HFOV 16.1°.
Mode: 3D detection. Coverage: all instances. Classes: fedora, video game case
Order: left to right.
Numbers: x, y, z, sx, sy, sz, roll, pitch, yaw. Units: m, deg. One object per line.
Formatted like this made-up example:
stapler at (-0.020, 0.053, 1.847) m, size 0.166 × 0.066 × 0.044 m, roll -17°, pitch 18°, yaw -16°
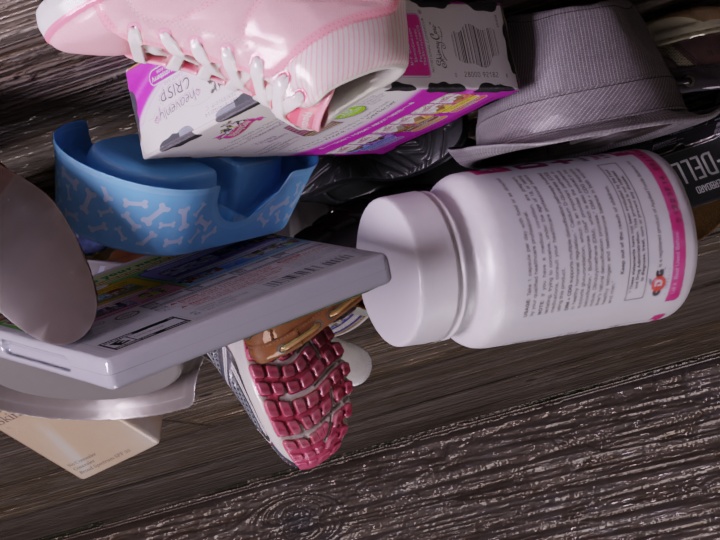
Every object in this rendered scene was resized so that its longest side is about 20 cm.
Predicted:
video game case at (-0.111, 0.019, 1.536) m, size 0.199 × 0.022 × 0.182 m, roll -21°, pitch -162°, yaw -31°
fedora at (0.137, -0.122, 1.629) m, size 0.175 × 0.091 × 0.200 m, roll -10°, pitch 178°, yaw -4°

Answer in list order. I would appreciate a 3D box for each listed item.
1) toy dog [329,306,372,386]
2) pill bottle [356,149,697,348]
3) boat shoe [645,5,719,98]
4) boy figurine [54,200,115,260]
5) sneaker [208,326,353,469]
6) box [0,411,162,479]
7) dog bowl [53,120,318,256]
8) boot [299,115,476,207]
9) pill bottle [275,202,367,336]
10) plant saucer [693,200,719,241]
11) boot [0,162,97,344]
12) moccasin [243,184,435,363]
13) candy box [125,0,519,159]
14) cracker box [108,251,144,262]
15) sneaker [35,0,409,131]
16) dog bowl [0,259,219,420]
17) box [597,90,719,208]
toy dog at (0.008, 0.032, 1.782) m, size 0.199 × 0.097 × 0.132 m, roll -35°, pitch 154°, yaw 6°
pill bottle at (0.106, -0.012, 1.641) m, size 0.199 × 0.114 × 0.113 m, roll -8°, pitch 169°, yaw -25°
boat shoe at (0.171, -0.122, 1.748) m, size 0.199 × 0.065 × 0.072 m, roll -21°, pitch 168°, yaw 36°
boy figurine at (-0.223, -0.020, 1.791) m, size 0.124 × 0.065 × 0.199 m, roll -1°, pitch 165°, yaw -39°
sneaker at (-0.073, 0.042, 1.708) m, size 0.080 × 0.201 × 0.075 m, roll -17°, pitch 163°, yaw -39°
box at (-0.250, 0.072, 1.953) m, size 0.095 × 0.078 × 0.200 m, roll -27°, pitch 134°, yaw 34°
dog bowl at (-0.111, -0.055, 1.580) m, size 0.111 × 0.050 × 0.199 m, roll 26°, pitch -159°, yaw 28°
boot at (0.039, -0.080, 1.801) m, size 0.164 × 0.066 × 0.200 m, roll -11°, pitch 169°, yaw 27°
pill bottle at (-0.060, -0.014, 1.884) m, size 0.115 × 0.117 × 0.200 m, roll -17°, pitch 169°, yaw 17°
plant saucer at (0.175, -0.068, 1.886) m, size 0.198 × 0.036 × 0.201 m, roll -4°, pitch -149°, yaw 3°
boot at (-0.207, -0.016, 1.553) m, size 0.064 × 0.187 × 0.200 m, roll -36°, pitch 168°, yaw -5°
moccasin at (0.001, 0.000, 1.683) m, size 0.073 × 0.078 × 0.201 m, roll 3°, pitch -153°, yaw 46°
candy box at (-0.022, -0.116, 1.543) m, size 0.199 × 0.061 × 0.136 m, roll -4°, pitch 167°, yaw -43°
cracker box at (-0.165, 0.013, 2.055) m, size 0.133 × 0.058 × 0.200 m, roll -17°, pitch 169°, yaw 23°
sneaker at (-0.068, -0.119, 1.352) m, size 0.199 × 0.105 × 0.075 m, roll -12°, pitch 172°, yaw -3°
dog bowl at (-0.195, 0.049, 1.795) m, size 0.198 × 0.059 × 0.200 m, roll -1°, pitch 159°, yaw 0°
box at (0.243, -0.103, 1.776) m, size 0.199 × 0.050 × 0.158 m, roll -19°, pitch -157°, yaw 27°
